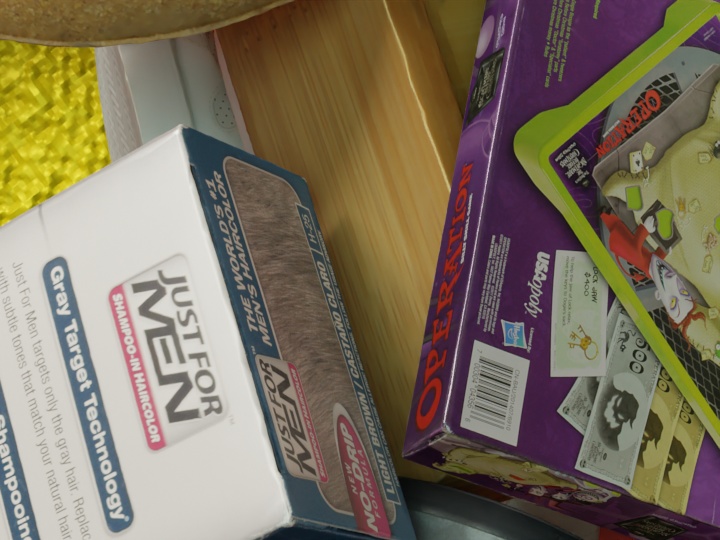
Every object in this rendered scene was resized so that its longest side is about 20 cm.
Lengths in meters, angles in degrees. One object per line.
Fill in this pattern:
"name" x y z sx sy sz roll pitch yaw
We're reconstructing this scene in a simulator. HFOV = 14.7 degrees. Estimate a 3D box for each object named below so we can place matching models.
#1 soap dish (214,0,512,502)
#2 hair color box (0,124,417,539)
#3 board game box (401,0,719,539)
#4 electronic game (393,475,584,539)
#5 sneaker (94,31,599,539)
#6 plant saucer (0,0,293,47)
"soap dish" 0.072 -0.034 0.725 0.199 0.081 0.158 -13 79 -28
"hair color box" -0.093 0.058 0.667 0.199 0.060 0.101 -28 66 24
"board game box" 0.083 -0.033 0.666 0.119 0.032 0.201 19 66 -15
"electronic game" 0.025 0.127 0.710 0.199 0.201 0.042 24 48 8
"sneaker" 0.000 0.000 0.783 0.115 0.074 0.201 -17 78 -11
"plant saucer" -0.060 -0.148 0.683 0.199 0.036 0.201 -2 62 4
